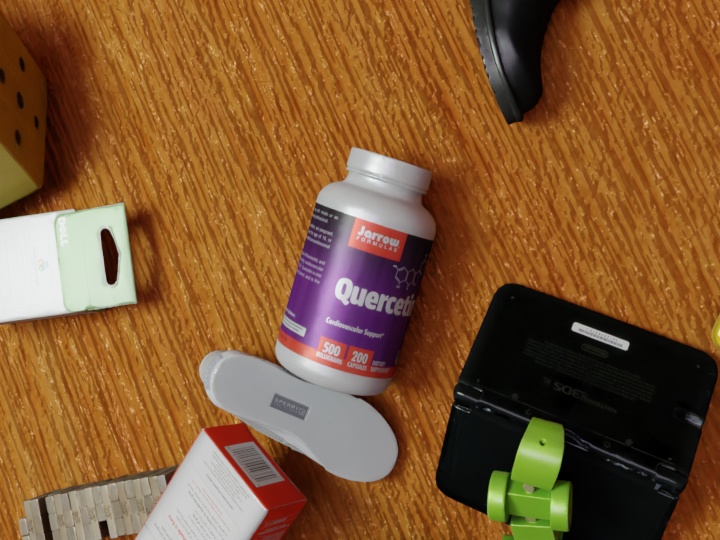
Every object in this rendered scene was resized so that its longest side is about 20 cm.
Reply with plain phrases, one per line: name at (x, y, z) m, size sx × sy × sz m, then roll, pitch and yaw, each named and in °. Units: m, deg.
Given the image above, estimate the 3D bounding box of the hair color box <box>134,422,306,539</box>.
hair color box at (-0.143, 0.249, 0.770) m, size 0.101 × 0.061 × 0.202 m, roll 42°, pitch 108°, yaw 28°

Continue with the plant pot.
plant pot at (-0.424, -0.160, 0.853) m, size 0.172 × 0.201 × 0.204 m, roll -5°, pitch 68°, yaw 1°

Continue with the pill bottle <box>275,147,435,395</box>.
pill bottle at (0.000, 0.000, 0.759) m, size 0.111 × 0.112 × 0.204 m, roll 18°, pitch 96°, yaw 18°

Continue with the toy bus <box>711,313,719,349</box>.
toy bus at (0.362, 0.059, 0.594) m, size 0.198 × 0.191 × 0.137 m, roll 33°, pitch 101°, yaw 17°

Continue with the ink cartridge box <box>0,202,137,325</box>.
ink cartridge box at (-0.324, -0.004, 0.891) m, size 0.196 × 0.059 × 0.106 m, roll -8°, pitch 87°, yaw 5°

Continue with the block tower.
block tower at (-0.257, 0.244, 0.878) m, size 0.196 × 0.058 × 0.055 m, roll -15°, pitch 86°, yaw 17°

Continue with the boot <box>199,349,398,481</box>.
boot at (-0.060, 0.128, 0.803) m, size 0.198 × 0.095 × 0.074 m, roll 33°, pitch 82°, yaw -16°

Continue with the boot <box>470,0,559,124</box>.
boot at (0.172, -0.241, 0.717) m, size 0.155 × 0.079 × 0.216 m, roll -8°, pitch 87°, yaw 19°

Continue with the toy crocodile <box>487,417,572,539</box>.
toy crocodile at (0.147, 0.210, 0.708) m, size 0.066 × 0.062 × 0.203 m, roll 2°, pitch 125°, yaw 21°

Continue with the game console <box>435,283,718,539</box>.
game console at (0.183, 0.137, 0.746) m, size 0.197 × 0.117 × 0.178 m, roll 20°, pitch 66°, yaw 17°
